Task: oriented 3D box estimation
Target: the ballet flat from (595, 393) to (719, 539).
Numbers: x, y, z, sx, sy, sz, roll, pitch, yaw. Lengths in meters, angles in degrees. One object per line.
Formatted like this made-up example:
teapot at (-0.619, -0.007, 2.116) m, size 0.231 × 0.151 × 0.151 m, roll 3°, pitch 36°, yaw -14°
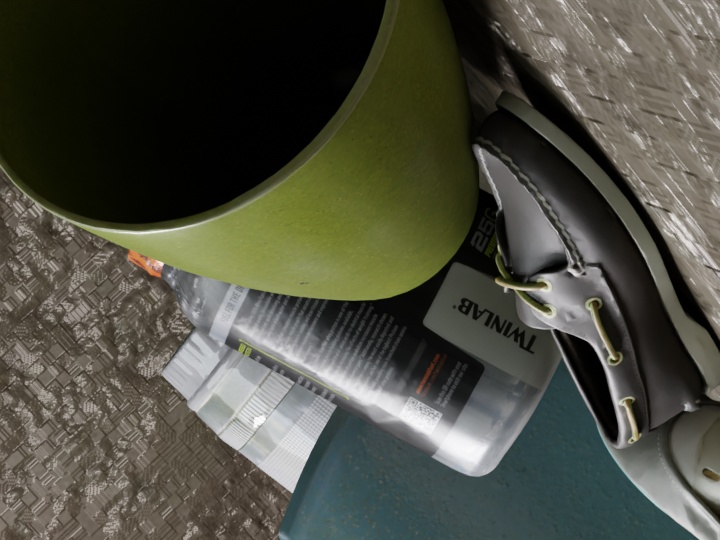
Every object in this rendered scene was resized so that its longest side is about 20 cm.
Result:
ballet flat at (0.190, 0.108, 1.302) m, size 0.200 × 0.067 × 0.064 m, roll 46°, pitch 147°, yaw 11°

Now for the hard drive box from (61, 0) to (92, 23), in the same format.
hard drive box at (-0.119, -0.153, 1.304) m, size 0.077 × 0.156 × 0.200 m, roll 46°, pitch 175°, yaw 2°

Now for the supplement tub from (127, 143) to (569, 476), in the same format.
supplement tub at (0.000, 0.000, 1.351) m, size 0.199 × 0.123 × 0.123 m, roll 28°, pitch 174°, yaw -1°

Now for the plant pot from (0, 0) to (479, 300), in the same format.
plant pot at (-0.028, -0.066, 1.187) m, size 0.187 × 0.187 × 0.200 m, roll 44°, pitch -178°, yaw 33°

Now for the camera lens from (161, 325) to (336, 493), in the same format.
camera lens at (0.006, 0.063, 1.672) m, size 0.200 × 0.160 × 0.160 m, roll 37°, pitch 175°, yaw -2°

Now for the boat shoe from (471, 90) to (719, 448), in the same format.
boat shoe at (0.094, 0.005, 1.237) m, size 0.072 × 0.061 × 0.201 m, roll 43°, pitch 172°, yaw 48°

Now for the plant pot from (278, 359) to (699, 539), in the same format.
plant pot at (0.066, 0.114, 1.501) m, size 0.196 × 0.200 × 0.196 m, roll 48°, pitch 174°, yaw 0°
